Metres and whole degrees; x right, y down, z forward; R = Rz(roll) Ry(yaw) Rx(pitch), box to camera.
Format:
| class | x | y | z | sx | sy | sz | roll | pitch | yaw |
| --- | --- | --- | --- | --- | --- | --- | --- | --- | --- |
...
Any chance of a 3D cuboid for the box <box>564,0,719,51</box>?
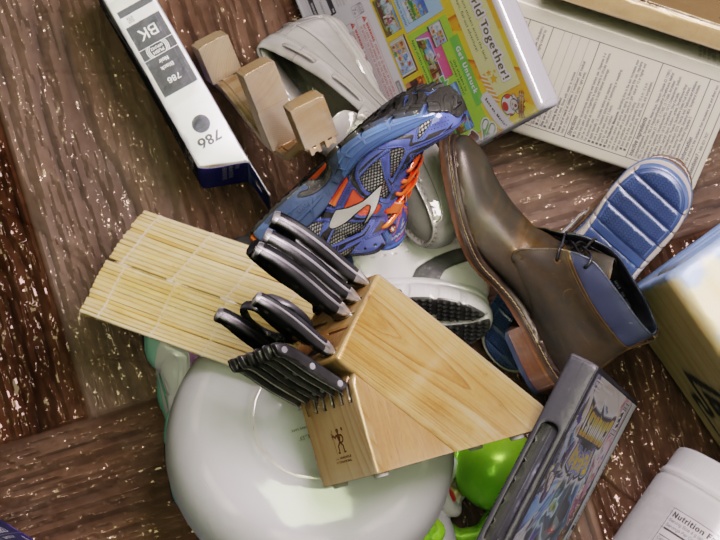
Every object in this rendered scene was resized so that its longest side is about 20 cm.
| class | x | y | z | sx | sy | sz | roll | pitch | yaw |
| --- | --- | --- | --- | --- | --- | --- | --- | --- | --- |
| box | 0.228 | -0.193 | 1.501 | 0.199 | 0.164 | 0.021 | 18 | 111 | -1 |

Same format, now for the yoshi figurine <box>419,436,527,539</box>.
| class | x | y | z | sx | sy | sz | roll | pitch | yaw |
| --- | --- | --- | --- | --- | --- | --- | --- | --- | --- |
| yoshi figurine | 0.065 | 0.185 | 1.481 | 0.112 | 0.112 | 0.201 | 19 | 82 | -9 |

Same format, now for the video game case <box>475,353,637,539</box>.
| class | x | y | z | sx | sy | sz | roll | pitch | yaw |
| --- | --- | --- | --- | --- | --- | --- | --- | --- | --- |
| video game case | 0.127 | 0.154 | 1.432 | 0.025 | 0.200 | 0.181 | 27 | 88 | 17 |

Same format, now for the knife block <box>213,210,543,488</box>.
| class | x | y | z | sx | sy | sz | roll | pitch | yaw |
| --- | --- | --- | --- | --- | --- | --- | --- | --- | --- |
| knife block | 0.008 | 0.042 | 1.343 | 0.199 | 0.064 | 0.176 | -11 | 84 | -37 |

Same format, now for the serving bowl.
| class | x | y | z | sx | sy | sz | roll | pitch | yaw |
| --- | --- | --- | --- | --- | --- | --- | --- | --- | --- |
| serving bowl | -0.032 | 0.108 | 1.407 | 0.199 | 0.066 | 0.201 | 1 | 66 | -3 |

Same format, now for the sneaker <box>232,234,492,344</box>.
| class | x | y | z | sx | sy | sz | roll | pitch | yaw |
| --- | --- | --- | --- | --- | --- | --- | --- | --- | --- |
| sneaker | 0.000 | 0.000 | 1.519 | 0.199 | 0.074 | 0.080 | 10 | 56 | 2 |

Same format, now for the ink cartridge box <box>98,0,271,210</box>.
| class | x | y | z | sx | sy | sz | roll | pitch | yaw |
| --- | --- | --- | --- | --- | --- | --- | --- | --- | --- |
| ink cartridge box | -0.128 | -0.125 | 1.500 | 0.039 | 0.099 | 0.200 | -31 | 86 | -5 |

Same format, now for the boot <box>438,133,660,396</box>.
| class | x | y | z | sx | sy | sz | roll | pitch | yaw |
| --- | --- | --- | --- | --- | --- | --- | --- | --- | --- |
| boot | 0.129 | -0.017 | 1.440 | 0.097 | 0.075 | 0.201 | -19 | 108 | 22 |

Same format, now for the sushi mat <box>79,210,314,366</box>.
| class | x | y | z | sx | sy | sz | roll | pitch | yaw |
| --- | --- | --- | --- | --- | --- | --- | --- | --- | --- |
| sushi mat | -0.086 | 0.022 | 1.417 | 0.199 | 0.012 | 0.096 | 18 | 59 | 22 |

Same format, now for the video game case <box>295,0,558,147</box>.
| class | x | y | z | sx | sy | sz | roll | pitch | yaw |
| --- | --- | --- | --- | --- | --- | --- | --- | --- | --- |
| video game case | 0.037 | -0.175 | 1.488 | 0.023 | 0.182 | 0.201 | -18 | 84 | -44 |

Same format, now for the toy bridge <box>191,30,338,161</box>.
| class | x | y | z | sx | sy | sz | roll | pitch | yaw |
| --- | --- | --- | --- | --- | --- | --- | --- | --- | --- |
| toy bridge | -0.064 | -0.114 | 1.466 | 0.027 | 0.200 | 0.067 | -29 | 118 | -13 |

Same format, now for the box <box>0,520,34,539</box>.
| class | x | y | z | sx | sy | sz | roll | pitch | yaw |
| --- | --- | --- | --- | --- | --- | --- | --- | --- | --- |
| box | -0.201 | 0.263 | 1.433 | 0.200 | 0.148 | 0.105 | 31 | 84 | 0 |

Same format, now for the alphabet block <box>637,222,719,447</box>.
| class | x | y | z | sx | sy | sz | roll | pitch | yaw |
| --- | --- | --- | --- | --- | --- | --- | --- | --- | --- |
| alphabet block | 0.324 | 0.041 | 1.461 | 0.195 | 0.196 | 0.200 | -35 | 87 | -4 |

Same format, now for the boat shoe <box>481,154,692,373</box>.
| class | x | y | z | sx | sy | sz | roll | pitch | yaw |
| --- | --- | --- | --- | --- | --- | --- | --- | --- | --- |
| boat shoe | 0.169 | -0.003 | 1.506 | 0.072 | 0.072 | 0.200 | 47 | 114 | 2 |

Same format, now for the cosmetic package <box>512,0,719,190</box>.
| class | x | y | z | sx | sy | sz | roll | pitch | yaw |
| --- | --- | --- | --- | --- | --- | --- | --- | --- | --- |
| cosmetic package | 0.165 | -0.144 | 1.511 | 0.199 | 0.071 | 0.105 | 20 | 121 | -2 |

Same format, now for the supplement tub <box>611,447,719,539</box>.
| class | x | y | z | sx | sy | sz | roll | pitch | yaw |
| --- | --- | --- | --- | --- | --- | --- | --- | --- | --- |
| supplement tub | 0.219 | 0.240 | 1.467 | 0.132 | 0.132 | 0.200 | 36 | 83 | 1 |

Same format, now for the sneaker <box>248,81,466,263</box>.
| class | x | y | z | sx | sy | sz | roll | pitch | yaw |
| --- | --- | --- | --- | --- | --- | --- | --- | --- | --- |
| sneaker | 0.011 | -0.056 | 1.414 | 0.078 | 0.200 | 0.075 | 46 | 42 | -3 |

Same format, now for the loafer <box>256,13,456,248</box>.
| class | x | y | z | sx | sy | sz | roll | pitch | yaw |
| --- | --- | --- | --- | --- | --- | --- | --- | --- | --- |
| loafer | -0.002 | -0.093 | 1.481 | 0.070 | 0.070 | 0.200 | -23 | 66 | -34 |

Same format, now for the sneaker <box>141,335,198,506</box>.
| class | x | y | z | sx | sy | sz | roll | pitch | yaw |
| --- | --- | --- | --- | --- | --- | --- | --- | --- | --- |
| sneaker | -0.082 | 0.064 | 1.501 | 0.139 | 0.078 | 0.201 | -10 | 94 | -6 |
